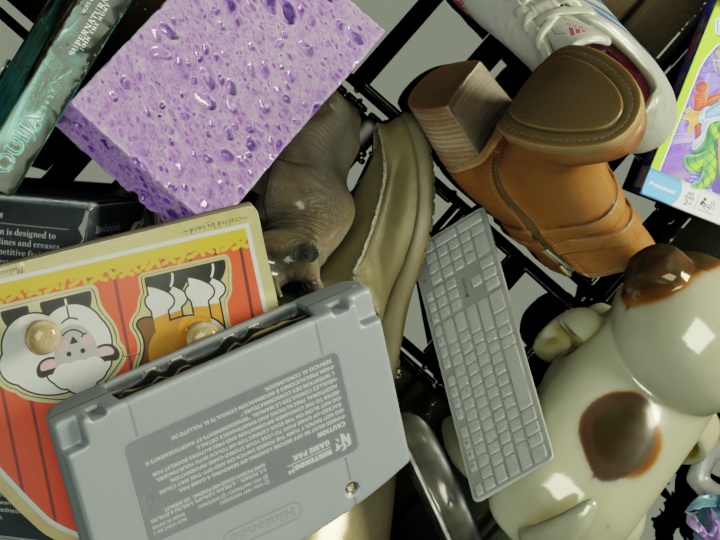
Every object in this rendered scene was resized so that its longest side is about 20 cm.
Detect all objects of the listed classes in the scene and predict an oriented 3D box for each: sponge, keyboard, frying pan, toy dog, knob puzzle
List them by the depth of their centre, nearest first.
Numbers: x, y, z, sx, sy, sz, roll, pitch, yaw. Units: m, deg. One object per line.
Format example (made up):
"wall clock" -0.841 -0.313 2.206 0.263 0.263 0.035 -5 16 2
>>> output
"knob puzzle" -0.123 0.079 1.592 0.219 0.030 0.220 -4 103 -16
"sponge" -0.080 -0.114 1.661 0.112 0.030 0.200 42 52 -5
"toy dog" 0.155 0.073 1.688 0.140 0.194 0.200 42 100 5
"keyboard" 0.072 0.048 1.695 0.056 0.200 0.011 -36 134 24
"frying pan" 0.059 0.166 1.709 0.031 0.115 0.190 -26 104 -3

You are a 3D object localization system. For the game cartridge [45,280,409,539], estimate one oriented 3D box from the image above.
"game cartridge" -0.071 0.100 1.588 0.200 0.040 0.134 -23 115 -21

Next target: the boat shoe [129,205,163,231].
"boat shoe" -0.112 0.016 1.700 0.057 0.067 0.200 -13 125 -1

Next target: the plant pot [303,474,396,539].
"plant pot" -0.062 0.182 1.703 0.187 0.187 0.200 25 80 -3

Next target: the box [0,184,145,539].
"box" -0.198 0.051 1.685 0.107 0.148 0.200 6 93 9

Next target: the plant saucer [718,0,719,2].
"plant saucer" 0.275 -0.283 1.730 0.200 0.048 0.200 -20 89 -1

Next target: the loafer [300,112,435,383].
"loafer" 0.000 0.000 1.731 0.067 0.076 0.200 9 93 -8

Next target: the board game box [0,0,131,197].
"board game box" -0.185 -0.118 1.656 0.028 0.200 0.135 31 92 -13

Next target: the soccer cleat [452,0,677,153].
"soccer cleat" 0.116 -0.153 1.704 0.070 0.086 0.200 -45 78 2

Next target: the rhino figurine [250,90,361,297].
"rhino figurine" -0.046 -0.043 1.688 0.087 0.200 0.060 1 134 4

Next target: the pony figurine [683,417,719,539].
"pony figurine" 0.268 0.181 1.729 0.193 0.166 0.200 26 97 29

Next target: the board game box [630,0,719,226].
"board game box" 0.285 -0.074 1.750 0.200 0.045 0.135 21 93 -3

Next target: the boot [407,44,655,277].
"boot" 0.131 -0.055 1.665 0.074 0.200 0.155 -49 119 -16
